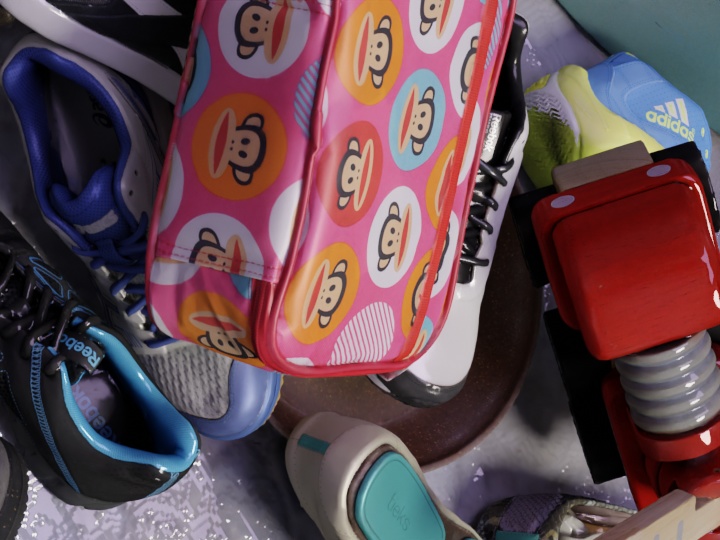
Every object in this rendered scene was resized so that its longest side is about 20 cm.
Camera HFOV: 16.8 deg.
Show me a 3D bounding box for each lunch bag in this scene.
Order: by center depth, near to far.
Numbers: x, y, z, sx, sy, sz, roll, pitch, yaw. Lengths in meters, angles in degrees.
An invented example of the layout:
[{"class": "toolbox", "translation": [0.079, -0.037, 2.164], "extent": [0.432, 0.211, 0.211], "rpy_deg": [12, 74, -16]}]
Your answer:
[{"class": "lunch bag", "translation": [-0.004, -0.056, 1.025], "extent": [0.176, 0.082, 0.200], "rpy_deg": [3, 101, -60]}]

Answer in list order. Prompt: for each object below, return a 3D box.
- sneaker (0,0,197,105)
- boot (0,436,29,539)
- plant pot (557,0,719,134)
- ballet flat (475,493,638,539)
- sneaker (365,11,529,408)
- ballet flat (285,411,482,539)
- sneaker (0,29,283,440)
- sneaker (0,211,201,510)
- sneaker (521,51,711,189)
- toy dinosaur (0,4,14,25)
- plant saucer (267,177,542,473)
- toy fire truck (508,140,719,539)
[{"class": "sneaker", "translation": [-0.053, -0.125, 1.041], "extent": [0.200, 0.112, 0.073], "rpy_deg": [21, 35, -43]}, {"class": "boot", "translation": [-0.200, 0.085, 0.931], "extent": [0.131, 0.068, 0.200], "rpy_deg": [49, 20, -21]}, {"class": "plant pot", "translation": [0.198, -0.172, 1.281], "extent": [0.200, 0.141, 0.142], "rpy_deg": [27, 67, -21]}, {"class": "ballet flat", "translation": [0.150, 0.155, 1.228], "extent": [0.200, 0.072, 0.072], "rpy_deg": [15, 73, -33]}, {"class": "sneaker", "translation": [0.036, -0.037, 1.130], "extent": [0.074, 0.080, 0.201], "rpy_deg": [9, 78, -36]}, {"class": "ballet flat", "translation": [0.019, 0.135, 1.132], "extent": [0.070, 0.069, 0.200], "rpy_deg": [-57, 139, -29]}, {"class": "sneaker", "translation": [-0.103, -0.013, 1.054], "extent": [0.200, 0.075, 0.088], "rpy_deg": [63, 19, 1]}, {"class": "sneaker", "translation": [-0.143, 0.018, 1.031], "extent": [0.200, 0.082, 0.073], "rpy_deg": [47, 62, -18]}, {"class": "sneaker", "translation": [0.164, -0.028, 1.266], "extent": [0.105, 0.076, 0.200], "rpy_deg": [-37, 103, -35]}, {"class": "toy dinosaur", "translation": [-0.243, -0.094, 1.000], "extent": [0.200, 0.058, 0.101], "rpy_deg": [8, 50, -19]}, {"class": "plant saucer", "translation": [0.000, 0.000, 1.167], "extent": [0.200, 0.037, 0.201], "rpy_deg": [6, 79, -35]}, {"class": "toy fire truck", "translation": [0.129, 0.058, 1.117], "extent": [0.128, 0.200, 0.176], "rpy_deg": [-17, 115, 2]}]
